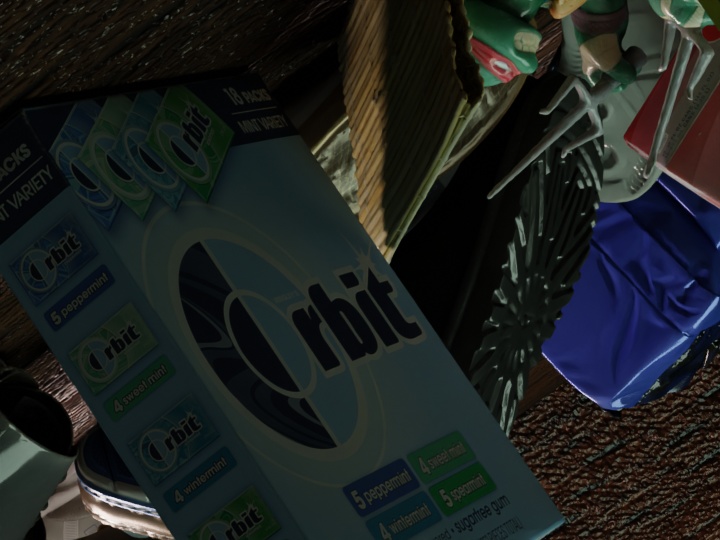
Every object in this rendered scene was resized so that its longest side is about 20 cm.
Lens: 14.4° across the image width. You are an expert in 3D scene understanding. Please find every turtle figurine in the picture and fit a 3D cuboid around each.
[{"bbox_3d":[0.092,-0.117,0.996,0.200,0.101,0.150,-53,-171,1],"label":"turtle figurine"}]

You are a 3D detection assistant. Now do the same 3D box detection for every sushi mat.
[{"bbox_3d":[0.015,-0.070,0.979,0.012,0.096,0.200,-4,165,-10],"label":"sushi mat"}]

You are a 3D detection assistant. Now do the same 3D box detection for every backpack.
[{"bbox_3d":[0.164,-0.028,1.542,0.168,0.163,0.200,-43,168,23],"label":"backpack"}]

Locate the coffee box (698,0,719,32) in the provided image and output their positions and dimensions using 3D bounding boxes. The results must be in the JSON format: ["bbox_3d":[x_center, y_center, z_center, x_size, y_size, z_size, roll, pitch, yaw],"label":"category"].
[{"bbox_3d":[0.193,-0.167,0.787,0.200,0.198,0.199,-40,172,39],"label":"coffee box"}]

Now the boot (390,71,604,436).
[{"bbox_3d":[-0.001,0.000,1.185,0.212,0.157,0.079,-67,154,-8],"label":"boot"}]

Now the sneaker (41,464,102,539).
[{"bbox_3d":[-0.153,0.153,1.536,0.200,0.082,0.075,-41,170,30],"label":"sneaker"}]

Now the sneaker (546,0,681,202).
[{"bbox_3d":[0.139,-0.138,1.214,0.201,0.080,0.147,106,10,-45],"label":"sneaker"}]

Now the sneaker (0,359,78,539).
[{"bbox_3d":[-0.156,0.097,1.246,0.106,0.075,0.200,-36,170,8],"label":"sneaker"}]

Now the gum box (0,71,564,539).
[{"bbox_3d":[-0.030,0.030,0.961,0.045,0.200,0.170,-39,171,25],"label":"gum box"}]

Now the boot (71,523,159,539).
[{"bbox_3d":[-0.125,0.143,1.382,0.199,0.073,0.155,15,-137,43],"label":"boot"}]

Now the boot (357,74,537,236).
[{"bbox_3d":[0.016,-0.016,1.324,0.200,0.074,0.096,-34,172,8],"label":"boot"}]

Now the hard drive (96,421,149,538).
[{"bbox_3d":[-0.030,0.055,1.344,0.199,0.042,0.135,-24,-159,7],"label":"hard drive"}]

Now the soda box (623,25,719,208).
[{"bbox_3d":[0.179,-0.109,1.018,0.201,0.070,0.063,-58,-166,5],"label":"soda box"}]

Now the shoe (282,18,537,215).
[{"bbox_3d":[-0.018,-0.048,1.125,0.200,0.053,0.070,-39,139,-4],"label":"shoe"}]

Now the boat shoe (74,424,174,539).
[{"bbox_3d":[-0.035,0.114,1.262,0.199,0.072,0.073,10,125,-17],"label":"boat shoe"}]
